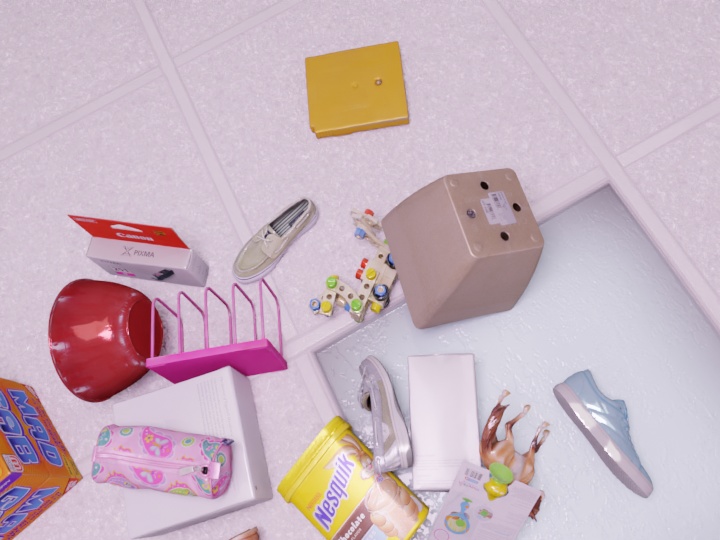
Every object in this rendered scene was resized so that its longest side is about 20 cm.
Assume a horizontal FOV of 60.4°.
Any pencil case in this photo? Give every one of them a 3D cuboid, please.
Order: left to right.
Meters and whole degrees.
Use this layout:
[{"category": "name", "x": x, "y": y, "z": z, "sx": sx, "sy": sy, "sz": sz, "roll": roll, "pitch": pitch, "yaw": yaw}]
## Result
[{"category": "pencil case", "x": -0.278, "y": 0.270, "z": 0.876, "sx": 0.194, "sy": 0.088, "sz": 0.090, "roll": 5, "pitch": 71, "yaw": 10}]

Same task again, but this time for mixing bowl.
[{"category": "mixing bowl", "x": -0.392, "y": 0.105, "z": 1.005, "sx": 0.105, "sy": 0.200, "sz": 0.206, "roll": -10, "pitch": 69, "yaw": 15}]

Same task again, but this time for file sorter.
[{"category": "file sorter", "x": -0.235, "y": 0.102, "z": 1.030, "sx": 0.194, "sy": 0.140, "sz": 0.129, "roll": -10, "pitch": 66, "yaw": 3}]

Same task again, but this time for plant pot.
[{"category": "plant pot", "x": 0.171, "y": -0.050, "z": 0.976, "sx": 0.194, "sy": 0.178, "sz": 0.205, "roll": -9, "pitch": 68, "yaw": -22}]

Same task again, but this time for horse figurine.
[{"category": "horse figurine", "x": 0.227, "y": 0.267, "z": 0.917, "sx": 0.049, "sy": 0.200, "sz": 0.134, "roll": 11, "pitch": 64, "yaw": 52}]

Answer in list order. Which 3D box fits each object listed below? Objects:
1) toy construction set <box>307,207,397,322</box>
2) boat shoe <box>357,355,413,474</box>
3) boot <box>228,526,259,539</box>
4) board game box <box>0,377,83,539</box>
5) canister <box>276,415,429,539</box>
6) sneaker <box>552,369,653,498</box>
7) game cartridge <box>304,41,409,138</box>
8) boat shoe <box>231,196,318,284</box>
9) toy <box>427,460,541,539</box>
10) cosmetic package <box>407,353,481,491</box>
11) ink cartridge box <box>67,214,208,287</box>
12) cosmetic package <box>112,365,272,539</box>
[{"category": "toy construction set", "x": 0.000, "y": 0.000, "z": 1.067, "sx": 0.128, "sy": 0.092, "sz": 0.205, "roll": 21, "pitch": 85, "yaw": 14}, {"category": "boat shoe", "x": 0.026, "y": 0.218, "z": 0.960, "sx": 0.063, "sy": 0.076, "sz": 0.205, "roll": -14, "pitch": 45, "yaw": -7}, {"category": "boot", "x": -0.193, "y": 0.501, "z": 0.916, "sx": 0.199, "sy": 0.077, "sz": 0.156, "roll": -42, "pitch": 70, "yaw": -5}, {"category": "board game box", "x": -0.610, "y": 0.309, "z": 0.969, "sx": 0.199, "sy": 0.201, "sz": 0.201, "roll": -39, "pitch": 71, "yaw": -8}, {"category": "canister", "x": -0.009, "y": 0.348, "z": 0.942, "sx": 0.199, "sy": 0.087, "sz": 0.149, "roll": 40, "pitch": 85, "yaw": 16}, {"category": "sneaker", "x": 0.386, "y": 0.240, "z": 0.940, "sx": 0.081, "sy": 0.074, "sz": 0.202, "roll": -34, "pitch": 71, "yaw": -3}, {"category": "game cartridge", "x": -0.009, "y": -0.355, "z": 1.219, "sx": 0.194, "sy": 0.033, "sz": 0.182, "roll": -8, "pitch": 70, "yaw": 7}, {"category": "boat shoe", "x": -0.160, "y": -0.061, "z": 1.115, "sx": 0.072, "sy": 0.062, "sz": 0.200, "roll": 41, "pitch": 81, "yaw": 18}, {"category": "toy", "x": 0.170, "y": 0.354, "z": 0.893, "sx": 0.112, "sy": 0.204, "sz": 0.047, "roll": 19, "pitch": 31, "yaw": 5}, {"category": "cosmetic package", "x": 0.130, "y": 0.238, "z": 0.969, "sx": 0.109, "sy": 0.081, "sz": 0.206, "roll": -1, "pitch": 70, "yaw": 6}, {"category": "ink cartridge box", "x": -0.384, "y": -0.030, "z": 1.073, "sx": 0.194, "sy": 0.174, "sz": 0.045, "roll": 7, "pitch": 71, "yaw": 9}, {"category": "cosmetic package", "x": -0.260, "y": 0.286, "z": 0.976, "sx": 0.194, "sy": 0.123, "sz": 0.205, "roll": -17, "pitch": 70, "yaw": 2}]
